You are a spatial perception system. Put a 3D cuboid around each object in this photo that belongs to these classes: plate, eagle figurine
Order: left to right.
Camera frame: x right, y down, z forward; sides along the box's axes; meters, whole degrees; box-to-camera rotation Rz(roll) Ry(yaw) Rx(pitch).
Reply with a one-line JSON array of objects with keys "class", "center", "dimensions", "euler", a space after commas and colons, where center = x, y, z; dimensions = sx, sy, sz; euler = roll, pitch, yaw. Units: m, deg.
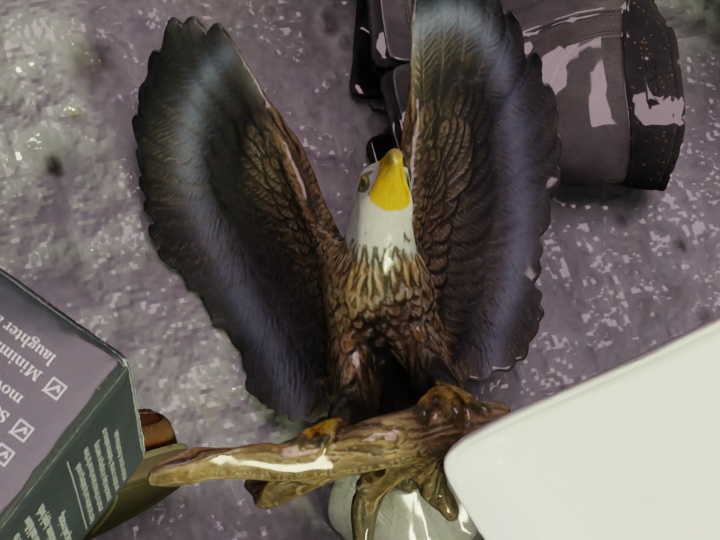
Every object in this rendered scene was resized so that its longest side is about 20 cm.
[{"class": "eagle figurine", "center": [0.003, -0.005, 0.833], "dimensions": [0.151, 0.151, 0.201], "euler": [23, 38, -30]}, {"class": "plate", "center": [0.156, 0.083, 0.773], "dimensions": [0.199, 0.201, 0.032], "euler": [-28, 28, 10]}]

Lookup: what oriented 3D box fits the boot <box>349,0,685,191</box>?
[{"class": "boot", "center": [0.060, -0.122, 0.942], "dimensions": [0.131, 0.070, 0.201], "euler": [0, 58, -5]}]

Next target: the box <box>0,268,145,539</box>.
[{"class": "box", "center": [-0.184, 0.078, 0.692], "dimensions": [0.148, 0.107, 0.200], "euler": [35, 72, 10]}]

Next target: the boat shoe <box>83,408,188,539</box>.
[{"class": "boat shoe", "center": [-0.158, 0.076, 0.784], "dimensions": [0.199, 0.072, 0.068], "euler": [-17, 70, -20]}]
